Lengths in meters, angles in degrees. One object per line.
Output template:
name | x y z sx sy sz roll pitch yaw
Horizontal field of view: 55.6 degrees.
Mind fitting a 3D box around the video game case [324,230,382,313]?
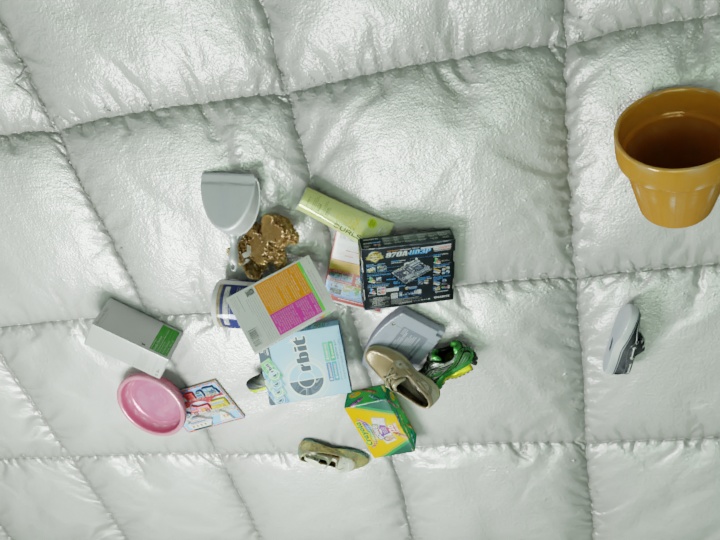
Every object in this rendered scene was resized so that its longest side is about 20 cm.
video game case | 0.000 0.000 1.501 0.142 0.017 0.201 14 126 0

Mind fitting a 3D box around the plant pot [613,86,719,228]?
plant pot | 0.546 -0.178 1.175 0.199 0.201 0.184 -9 140 17

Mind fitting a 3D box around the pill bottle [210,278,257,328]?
pill bottle | -0.227 0.080 1.543 0.199 0.111 0.111 4 126 9

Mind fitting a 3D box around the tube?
tube | -0.034 -0.107 1.410 0.199 0.052 0.058 27 139 -11

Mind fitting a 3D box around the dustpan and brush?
dustpan and brush | -0.270 -0.099 1.426 0.139 0.057 0.201 5 92 22

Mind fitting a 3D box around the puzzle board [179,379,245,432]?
puzzle board | -0.433 0.374 1.857 0.199 0.017 0.151 -18 120 23

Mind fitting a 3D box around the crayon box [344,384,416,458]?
crayon box | 0.053 0.387 1.748 0.118 0.058 0.200 -15 122 20

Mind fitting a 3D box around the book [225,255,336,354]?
book | -0.168 0.073 1.464 0.199 0.048 0.134 -27 81 -12

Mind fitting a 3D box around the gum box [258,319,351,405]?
gum box | -0.132 0.218 1.610 0.199 0.045 0.171 -10 103 2

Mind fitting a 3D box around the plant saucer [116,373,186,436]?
plant saucer | -0.551 0.351 1.827 0.199 0.051 0.201 8 119 14

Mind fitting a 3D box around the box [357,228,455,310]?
box | 0.098 -0.001 1.433 0.199 0.046 0.160 -7 126 -4

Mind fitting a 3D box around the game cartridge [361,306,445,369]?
game cartridge | 0.091 0.173 1.600 0.133 0.041 0.200 26 126 -13

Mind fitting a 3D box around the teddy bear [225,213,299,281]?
teddy bear | -0.210 -0.057 1.476 0.145 0.067 0.200 35 127 7

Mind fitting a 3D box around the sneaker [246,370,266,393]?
sneaker | -0.211 0.233 1.686 0.200 0.074 0.081 -33 108 21

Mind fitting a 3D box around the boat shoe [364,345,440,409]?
boat shoe | 0.087 0.243 1.555 0.200 0.065 0.072 36 115 15

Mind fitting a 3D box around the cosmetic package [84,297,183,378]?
cosmetic package | -0.553 0.166 1.672 0.199 0.108 0.085 27 126 -11

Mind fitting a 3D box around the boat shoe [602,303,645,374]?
boat shoe | 0.579 0.153 1.471 0.067 0.072 0.201 8 129 8

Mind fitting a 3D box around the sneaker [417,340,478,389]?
sneaker | 0.169 0.225 1.591 0.200 0.078 0.085 -36 120 15

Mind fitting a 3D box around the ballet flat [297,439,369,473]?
ballet flat | -0.076 0.518 1.863 0.199 0.071 0.071 16 127 -1
